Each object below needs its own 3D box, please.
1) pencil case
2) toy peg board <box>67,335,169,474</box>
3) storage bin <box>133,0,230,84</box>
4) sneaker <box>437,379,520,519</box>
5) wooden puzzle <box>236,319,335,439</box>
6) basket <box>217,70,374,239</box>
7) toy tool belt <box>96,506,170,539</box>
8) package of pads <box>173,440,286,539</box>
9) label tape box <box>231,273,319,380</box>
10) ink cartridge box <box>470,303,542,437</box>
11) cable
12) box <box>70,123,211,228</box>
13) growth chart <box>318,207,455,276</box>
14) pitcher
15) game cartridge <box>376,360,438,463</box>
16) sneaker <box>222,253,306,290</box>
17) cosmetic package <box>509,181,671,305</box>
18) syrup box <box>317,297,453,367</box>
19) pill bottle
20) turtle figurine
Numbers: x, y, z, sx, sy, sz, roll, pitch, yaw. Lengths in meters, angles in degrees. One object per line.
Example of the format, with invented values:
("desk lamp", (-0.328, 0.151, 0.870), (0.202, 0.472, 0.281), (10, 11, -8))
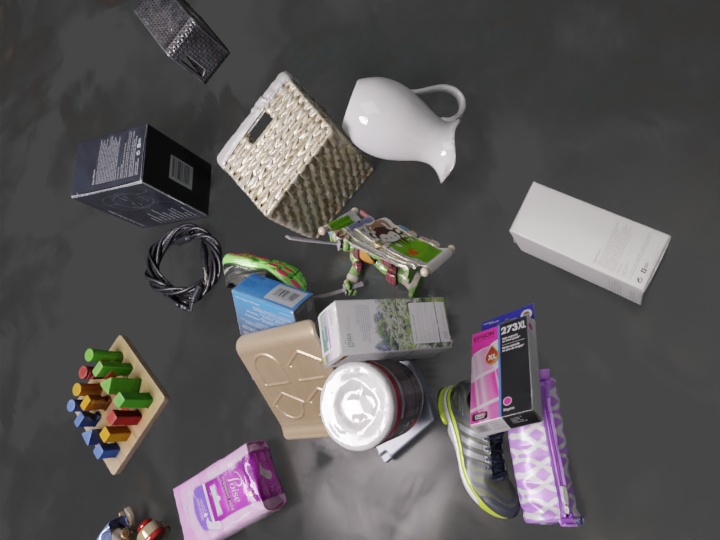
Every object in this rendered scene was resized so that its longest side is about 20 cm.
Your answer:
("pencil case", (0.252, 0.249, 0.798), (0.081, 0.086, 0.208), (-5, 72, -7))
("toy peg board", (-0.526, 0.272, 1.176), (0.199, 0.097, 0.202), (40, 97, 28))
("storage bin", (-0.394, -0.530, 1.266), (0.094, 0.134, 0.202), (-43, 64, 11))
("sneaker", (0.179, 0.252, 0.827), (0.081, 0.072, 0.205), (-46, 60, 45))
("wooden puzzle", (-0.098, 0.181, 0.952), (0.181, 0.046, 0.205), (-14, 107, 35))
("basket", (-0.109, -0.194, 1.016), (0.199, 0.199, 0.161), (-48, 65, 8))
("toy tool belt", (-0.464, 0.520, 1.078), (0.122, 0.124, 0.202), (40, 96, 19))
("package of pads", (-0.236, 0.403, 1.015), (0.197, 0.075, 0.123), (-33, 69, 16))
("label tape box", (-0.143, 0.122, 1.017), (0.139, 0.066, 0.206), (15, 128, 30))
("ink cartridge box", (0.205, 0.130, 0.813), (0.093, 0.037, 0.204), (-26, 33, 32))
("cable", (-0.374, -0.021, 1.192), (0.197, 0.050, 0.167), (32, 93, 29))
("box", (-0.444, -0.185, 1.179), (0.190, 0.199, 0.129), (-7, 73, 23))
("growth chart", (0.046, -0.048, 0.892), (0.194, 0.145, 0.018), (23, 119, 13))
("pitcher", (0.078, -0.263, 0.966), (0.194, 0.122, 0.177), (21, 68, -5))
("game cartridge", (0.038, 0.190, 0.948), (0.133, 0.041, 0.203), (-42, 64, 16))
("sneaker", (-0.181, 0.023, 1.083), (0.195, 0.076, 0.087), (15, 102, 31))
("cosmetic package", (0.324, -0.038, 0.817), (0.197, 0.107, 0.087), (30, 92, 27))
("syrup box", (0.038, 0.094, 0.876), (0.081, 0.193, 0.082), (137, 128, -59))
("pill bottle", (0.029, 0.185, 0.818), (0.107, 0.199, 0.116), (-3, 82, 22))
("turtle figurine", (0.000, 0.000, 0.953), (0.189, 0.199, 0.149), (21, 122, 24))
